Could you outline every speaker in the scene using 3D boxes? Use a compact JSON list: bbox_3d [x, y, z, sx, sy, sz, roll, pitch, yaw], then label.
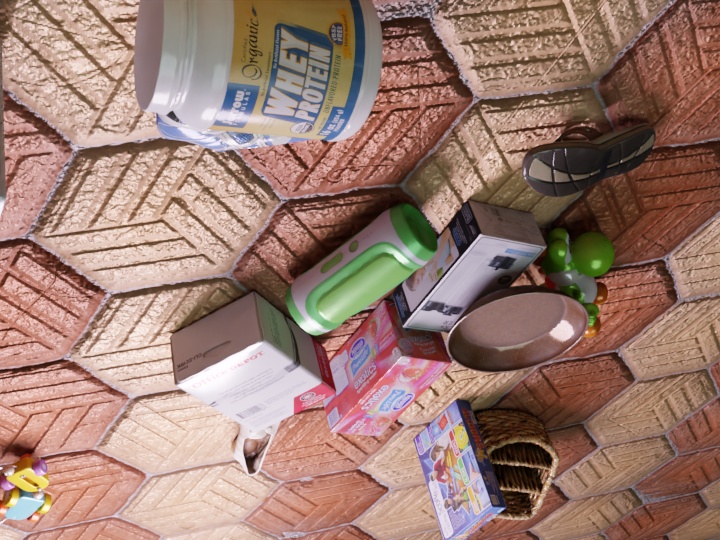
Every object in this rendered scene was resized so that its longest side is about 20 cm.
[{"bbox_3d":[0.000,0.000,1.236,0.199,0.089,0.088,-36,140,23],"label":"speaker"}]

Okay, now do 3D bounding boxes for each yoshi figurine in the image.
[{"bbox_3d":[0.319,0.010,1.376,0.112,0.113,0.200,-36,141,-2],"label":"yoshi figurine"}]

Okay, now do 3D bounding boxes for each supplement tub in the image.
[{"bbox_3d":[-0.095,-0.196,0.885,0.198,0.145,0.145,1,140,-25],"label":"supplement tub"}]

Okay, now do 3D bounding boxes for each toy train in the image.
[{"bbox_3d":[-0.539,0.314,1.455,0.149,0.056,0.201,-6,140,-13],"label":"toy train"}]

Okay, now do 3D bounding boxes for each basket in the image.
[{"bbox_3d":[0.267,0.348,1.751,0.199,0.150,0.143,16,133,-36],"label":"basket"}]

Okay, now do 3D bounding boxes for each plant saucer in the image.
[{"bbox_3d":[0.214,0.076,1.348,0.198,0.037,0.201,-6,143,-5],"label":"plant saucer"}]

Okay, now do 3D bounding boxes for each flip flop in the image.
[{"bbox_3d":[0.274,-0.146,1.189,0.199,0.058,0.081,-19,142,-25],"label":"flip flop"}]

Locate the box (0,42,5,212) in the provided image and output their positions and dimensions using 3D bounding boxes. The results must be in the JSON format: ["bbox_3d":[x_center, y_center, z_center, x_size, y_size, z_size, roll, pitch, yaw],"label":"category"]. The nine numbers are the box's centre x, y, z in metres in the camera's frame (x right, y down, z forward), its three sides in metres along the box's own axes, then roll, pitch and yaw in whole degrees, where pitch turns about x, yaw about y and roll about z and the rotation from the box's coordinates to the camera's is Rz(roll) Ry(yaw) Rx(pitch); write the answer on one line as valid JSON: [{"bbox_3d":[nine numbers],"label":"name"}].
[{"bbox_3d":[-0.401,-0.083,0.847,0.130,0.200,0.200,11,136,-33],"label":"box"}]

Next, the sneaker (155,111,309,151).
[{"bbox_3d":[-0.115,-0.163,1.000,0.198,0.076,0.077,2,162,-25],"label":"sneaker"}]

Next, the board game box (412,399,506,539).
[{"bbox_3d":[0.164,0.341,1.654,0.034,0.201,0.135,11,136,-34],"label":"board game box"}]

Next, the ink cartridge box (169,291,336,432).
[{"bbox_3d":[-0.147,0.131,1.347,0.144,0.084,0.200,-27,144,14],"label":"ink cartridge box"}]

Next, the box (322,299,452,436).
[{"bbox_3d":[0.030,0.146,1.427,0.094,0.103,0.200,11,134,-34],"label":"box"}]

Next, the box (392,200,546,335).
[{"bbox_3d":[0.144,0.002,1.318,0.116,0.060,0.200,9,136,-32],"label":"box"}]

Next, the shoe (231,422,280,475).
[{"bbox_3d":[-0.158,0.254,1.530,0.069,0.054,0.201,-1,141,-21],"label":"shoe"}]
